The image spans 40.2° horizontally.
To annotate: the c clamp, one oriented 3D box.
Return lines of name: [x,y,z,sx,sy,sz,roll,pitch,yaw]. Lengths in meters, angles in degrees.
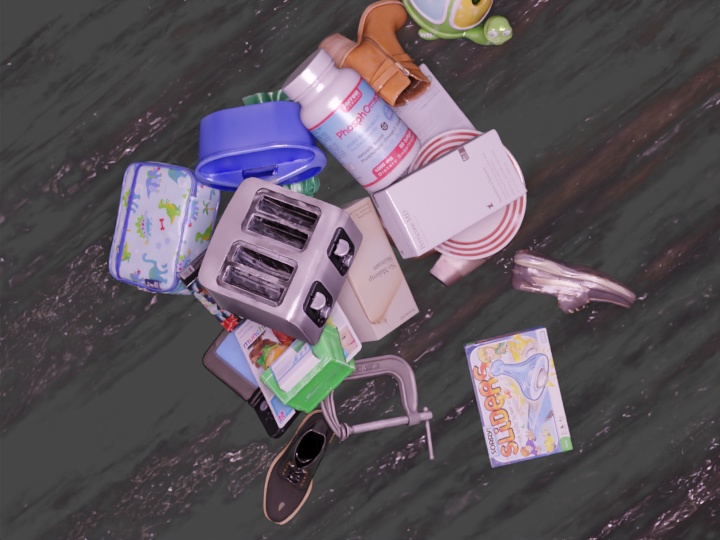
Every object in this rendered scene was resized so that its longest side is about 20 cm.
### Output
c clamp: [0.027,0.221,1.561,0.199,0.027,0.172,0,82,-25]

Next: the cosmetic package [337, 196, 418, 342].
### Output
cosmetic package: [0.000,0.000,1.529,0.103,0.073,0.201,-33,102,-37]

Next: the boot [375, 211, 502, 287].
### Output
boot: [0.124,-0.077,1.564,0.200,0.070,0.147,38,87,-1]

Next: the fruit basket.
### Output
fruit basket: [-0.102,0.103,1.479,0.185,0.094,0.201,-44,56,16]

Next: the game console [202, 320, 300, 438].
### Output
game console: [-0.135,0.130,1.556,0.116,0.176,0.200,36,95,-29]

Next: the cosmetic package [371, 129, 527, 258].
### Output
cosmetic package: [0.129,-0.112,1.455,0.199,0.081,0.113,-32,97,-16]

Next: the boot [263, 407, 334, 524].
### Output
boot: [-0.106,0.318,1.549,0.077,0.138,0.201,22,94,1]

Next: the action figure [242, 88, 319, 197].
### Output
action figure: [-0.109,-0.186,1.567,0.117,0.055,0.202,-12,88,1]

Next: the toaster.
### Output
toaster: [-0.117,-0.018,1.385,0.199,0.119,0.182,21,75,15]

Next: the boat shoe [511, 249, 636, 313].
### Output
boat shoe: [0.333,0.027,1.560,0.199,0.074,0.074,19,103,10]

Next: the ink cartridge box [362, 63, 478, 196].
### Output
ink cartridge box: [0.089,-0.180,1.531,0.200,0.041,0.200,-46,106,-15]

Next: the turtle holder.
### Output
turtle holder: [0.141,-0.419,1.491,0.140,0.132,0.187,-11,82,-15]

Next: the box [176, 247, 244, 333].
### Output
box: [-0.169,-0.012,1.528,0.200,0.137,0.040,-43,49,-6]

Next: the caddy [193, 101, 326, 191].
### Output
caddy: [-0.150,-0.171,1.468,0.198,0.141,0.106,-9,72,7]

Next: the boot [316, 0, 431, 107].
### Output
boot: [0.049,-0.329,1.490,0.155,0.200,0.077,35,137,20]

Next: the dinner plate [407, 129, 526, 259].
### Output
dinner plate: [0.161,-0.116,1.518,0.199,0.024,0.202,1,87,-17]

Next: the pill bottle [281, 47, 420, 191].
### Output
pill bottle: [-0.015,-0.216,1.408,0.109,0.109,0.200,-45,107,3]

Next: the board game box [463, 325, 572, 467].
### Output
board game box: [0.252,0.202,1.583,0.134,0.034,0.202,-14,92,2]

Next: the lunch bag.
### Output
lunch bag: [-0.313,-0.067,1.546,0.160,0.082,0.202,15,93,32]
